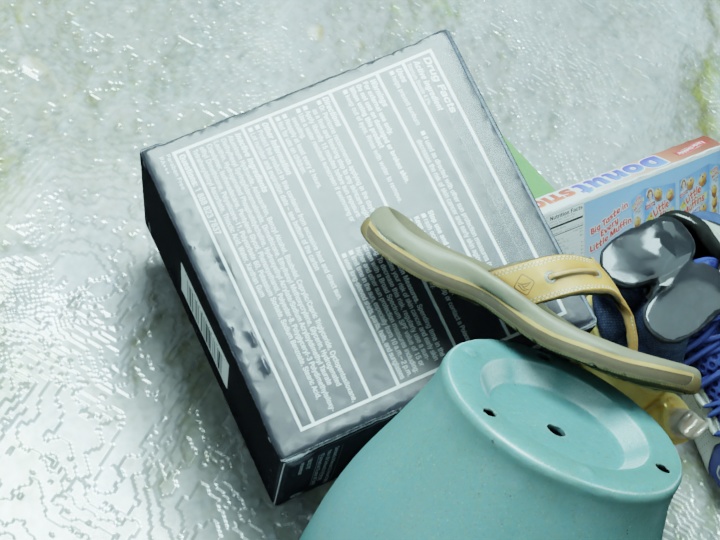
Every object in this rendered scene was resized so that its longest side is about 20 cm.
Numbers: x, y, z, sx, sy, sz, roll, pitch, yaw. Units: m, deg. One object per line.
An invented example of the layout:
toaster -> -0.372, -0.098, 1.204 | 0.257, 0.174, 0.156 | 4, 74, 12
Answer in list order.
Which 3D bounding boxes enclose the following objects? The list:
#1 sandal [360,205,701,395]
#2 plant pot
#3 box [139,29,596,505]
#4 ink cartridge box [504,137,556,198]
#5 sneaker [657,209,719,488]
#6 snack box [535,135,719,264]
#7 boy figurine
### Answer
sandal -> 0.095, 0.008, 0.973 | 0.199, 0.080, 0.054 | 29, 92, 9
plant pot -> 0.066, 0.147, 0.950 | 0.198, 0.189, 0.200 | 21, 22, -9
box -> 0.000, 0.000, 1.074 | 0.197, 0.123, 0.201 | -22, 75, -12
ink cartridge box -> 0.036, -0.062, 1.224 | 0.199, 0.048, 0.146 | -31, 70, -32
sneaker -> 0.216, 0.047, 1.147 | 0.115, 0.080, 0.201 | 22, 50, -59
snack box -> 0.168, -0.029, 1.232 | 0.199, 0.073, 0.024 | -21, 30, -31
boy figurine -> 0.161, 0.054, 1.087 | 0.064, 0.200, 0.125 | -30, 67, -18
